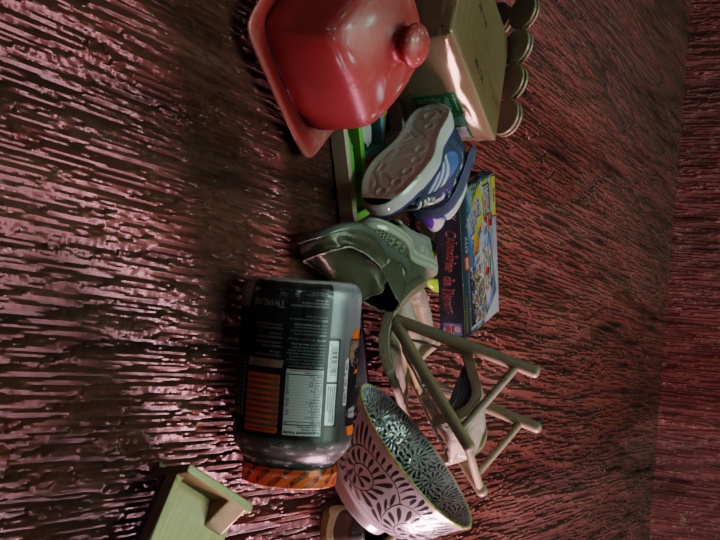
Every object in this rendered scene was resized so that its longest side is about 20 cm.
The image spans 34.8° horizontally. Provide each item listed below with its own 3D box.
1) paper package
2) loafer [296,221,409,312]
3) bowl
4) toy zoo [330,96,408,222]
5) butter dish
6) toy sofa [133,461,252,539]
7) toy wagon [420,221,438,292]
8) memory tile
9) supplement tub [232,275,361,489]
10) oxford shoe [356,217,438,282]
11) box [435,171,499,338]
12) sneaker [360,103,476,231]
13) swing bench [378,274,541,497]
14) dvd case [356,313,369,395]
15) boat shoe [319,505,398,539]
[{"bbox_3d":[0.106,-0.287,1.435,0.201,0.102,0.192,59,36,-49],"label":"paper package"},{"bbox_3d":[0.000,0.000,1.287,0.199,0.075,0.071,24,55,-54],"label":"loafer"},{"bbox_3d":[0.030,0.237,1.306,0.201,0.094,0.201,50,9,-10],"label":"bowl"},{"bbox_3d":[0.021,-0.148,1.395,0.200,0.020,0.133,-36,125,-57],"label":"toy zoo"},{"bbox_3d":[0.003,-0.238,1.184,0.200,0.146,0.201,-59,145,-29],"label":"butter dish"},{"bbox_3d":[-0.180,0.275,0.998,0.083,0.097,0.202,39,56,-30],"label":"toy sofa"},{"bbox_3d":[0.115,-0.075,1.573,0.156,0.039,0.201,-68,149,-33],"label":"toy wagon"},{"bbox_3d":[0.176,-0.270,1.560,0.017,0.153,0.203,19,76,-35],"label":"memory tile"},{"bbox_3d":[-0.064,0.109,1.145,0.122,0.121,0.203,5,90,-63],"label":"supplement tub"},{"bbox_3d":[0.037,-0.034,1.396,0.200,0.074,0.058,27,51,-60],"label":"oxford shoe"},{"bbox_3d":[0.146,-0.023,1.556,0.136,0.037,0.203,-29,119,-59],"label":"box"},{"bbox_3d":[0.074,-0.088,1.371,0.201,0.080,0.148,-58,143,-40],"label":"sneaker"},{"bbox_3d":[0.109,0.143,1.409,0.130,0.199,0.199,-45,154,-13],"label":"swing bench"},{"bbox_3d":[-0.030,0.117,1.331,0.142,0.017,0.203,-34,123,-59],"label":"dvd case"},{"bbox_3d":[0.019,0.315,1.403,0.199,0.064,0.074,3,92,-63],"label":"boat shoe"}]
